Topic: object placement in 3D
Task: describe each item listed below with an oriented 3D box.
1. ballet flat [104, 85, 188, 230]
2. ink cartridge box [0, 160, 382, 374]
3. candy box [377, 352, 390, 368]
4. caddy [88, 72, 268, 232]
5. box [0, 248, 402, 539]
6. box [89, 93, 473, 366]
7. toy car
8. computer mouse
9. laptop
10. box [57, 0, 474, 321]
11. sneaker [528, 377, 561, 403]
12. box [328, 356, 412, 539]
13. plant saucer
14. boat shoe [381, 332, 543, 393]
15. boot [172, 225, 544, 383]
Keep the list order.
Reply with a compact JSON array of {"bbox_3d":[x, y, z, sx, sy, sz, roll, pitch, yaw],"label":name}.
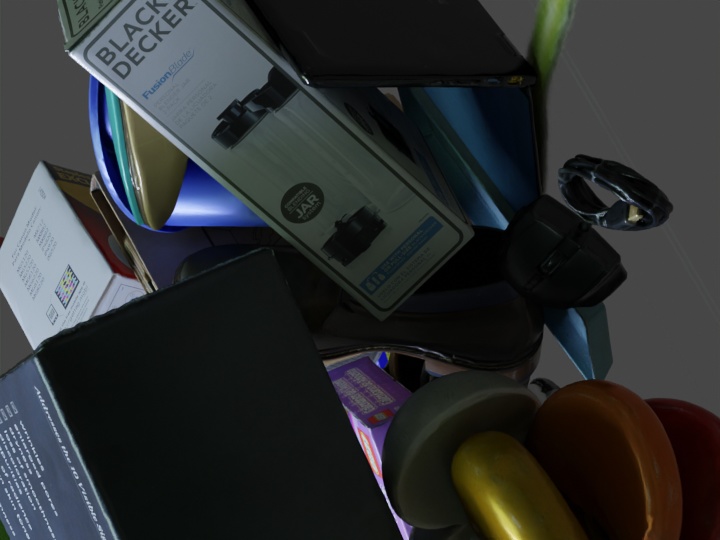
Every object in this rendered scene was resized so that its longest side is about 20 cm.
[{"bbox_3d":[-0.103,-0.119,0.984,0.069,0.063,0.201,-118,13,-74],"label":"ballet flat"},{"bbox_3d":[-0.113,0.009,1.260,0.199,0.084,0.176,15,-157,-37],"label":"ink cartridge box"},{"bbox_3d":[-0.015,-0.048,1.394,0.200,0.077,0.169,55,170,31],"label":"candy box"},{"bbox_3d":[-0.074,-0.112,1.112,0.104,0.201,0.142,5,140,28],"label":"caddy"},{"bbox_3d":[-0.081,0.118,0.962,0.201,0.123,0.196,65,158,1],"label":"box"},{"bbox_3d":[-0.031,-0.019,1.159,0.164,0.199,0.021,57,151,31],"label":"box"},{"bbox_3d":[0.110,0.128,0.939,0.175,0.149,0.201,50,163,37],"label":"toy car"},{"bbox_3d":[0.094,-0.011,0.911,0.059,0.034,0.200,40,169,3],"label":"computer mouse"},{"bbox_3d":[-0.007,-0.109,0.984,0.188,0.199,0.116,55,133,33],"label":"laptop"},{"bbox_3d":[-0.046,-0.079,0.923,0.200,0.060,0.117,41,-166,-28],"label":"box"},{"bbox_3d":[0.096,0.114,1.218,0.074,0.088,0.200,59,174,2],"label":"sneaker"},{"bbox_3d":[0.036,0.158,1.189,0.137,0.039,0.201,-150,39,-73],"label":"box"},{"bbox_3d":[0.076,-0.028,1.091,0.200,0.019,0.070,57,171,34],"label":"plant saucer"},{"bbox_3d":[0.053,0.051,1.240,0.073,0.075,0.200,19,165,-6],"label":"boat shoe"},{"bbox_3d":[0.000,0.000,1.063,0.097,0.198,0.075,94,-174,-58],"label":"boot"}]
